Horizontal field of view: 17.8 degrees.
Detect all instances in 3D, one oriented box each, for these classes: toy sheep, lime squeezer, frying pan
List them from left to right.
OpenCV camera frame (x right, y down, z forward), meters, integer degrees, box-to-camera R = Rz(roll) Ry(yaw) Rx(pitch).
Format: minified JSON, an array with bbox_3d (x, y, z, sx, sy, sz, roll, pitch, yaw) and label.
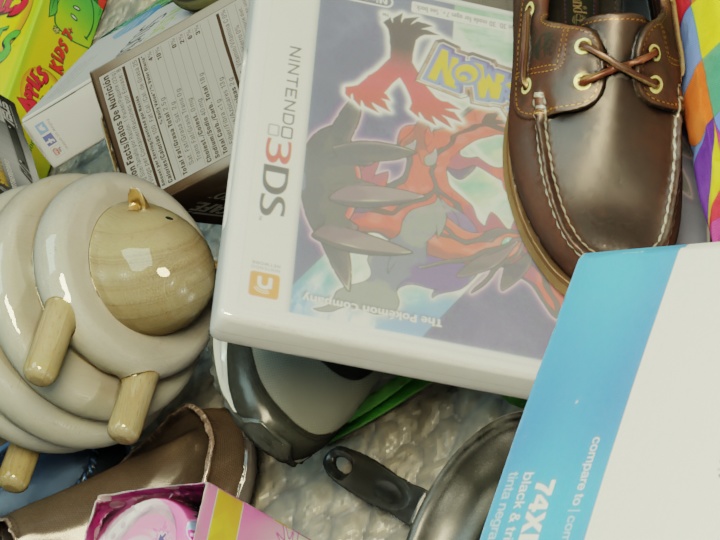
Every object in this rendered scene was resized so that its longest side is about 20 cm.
[{"bbox_3d":[-0.137,0.024,1.047,0.200,0.138,0.138,-21,44,41],"label":"toy sheep"},{"bbox_3d":[0.033,0.118,0.930,0.190,0.031,0.115,-19,50,55],"label":"frying pan"},{"bbox_3d":[0.052,0.053,0.966,0.200,0.038,0.071,10,64,48],"label":"lime squeezer"}]

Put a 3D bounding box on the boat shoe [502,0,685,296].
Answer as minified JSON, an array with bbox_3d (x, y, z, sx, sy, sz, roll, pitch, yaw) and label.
[{"bbox_3d":[0.094,-0.083,0.921,0.070,0.070,0.200,108,160,-57],"label":"boat shoe"}]

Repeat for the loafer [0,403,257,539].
[{"bbox_3d":[-0.129,0.134,1.047,0.200,0.071,0.073,-47,36,1],"label":"loafer"}]

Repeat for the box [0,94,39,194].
[{"bbox_3d":[-0.231,0.000,1.205,0.158,0.048,0.200,-51,29,13],"label":"box"}]

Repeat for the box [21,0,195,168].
[{"bbox_3d":[-0.076,-0.138,1.231,0.200,0.036,0.144,-27,16,24],"label":"box"}]

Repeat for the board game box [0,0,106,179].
[{"bbox_3d":[-0.224,-0.101,1.382,0.102,0.048,0.200,-17,46,36],"label":"board game box"}]

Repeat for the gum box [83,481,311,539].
[{"bbox_3d":[-0.062,0.196,0.870,0.066,0.113,0.200,-13,56,39],"label":"gum box"}]

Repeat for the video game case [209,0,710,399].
[{"bbox_3d":[0.046,-0.034,0.931,0.023,0.200,0.182,116,162,-54],"label":"video game case"}]

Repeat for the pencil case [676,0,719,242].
[{"bbox_3d":[0.173,-0.070,0.919,0.088,0.088,0.200,-27,41,27],"label":"pencil case"}]

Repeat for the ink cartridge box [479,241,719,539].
[{"bbox_3d":[0.166,0.084,0.727,0.200,0.147,0.146,-6,52,43],"label":"ink cartridge box"}]

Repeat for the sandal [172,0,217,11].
[{"bbox_3d":[-0.052,-0.174,1.102,0.080,0.057,0.201,-39,9,-17],"label":"sandal"}]

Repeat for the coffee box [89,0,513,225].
[{"bbox_3d":[-0.013,-0.096,1.091,0.200,0.114,0.080,-26,75,29],"label":"coffee box"}]

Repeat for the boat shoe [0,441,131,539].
[{"bbox_3d":[-0.202,0.133,1.125,0.200,0.069,0.084,-36,38,15],"label":"boat shoe"}]

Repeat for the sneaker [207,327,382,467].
[{"bbox_3d":[0.000,0.000,0.999,0.079,0.074,0.200,-29,23,48],"label":"sneaker"}]
